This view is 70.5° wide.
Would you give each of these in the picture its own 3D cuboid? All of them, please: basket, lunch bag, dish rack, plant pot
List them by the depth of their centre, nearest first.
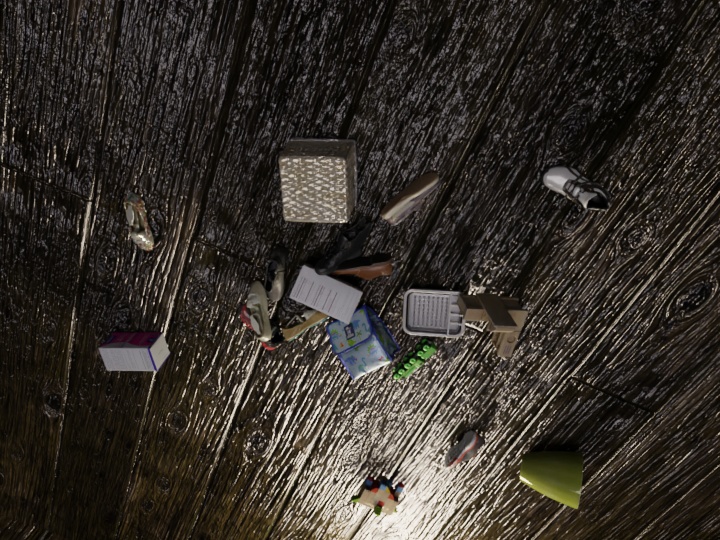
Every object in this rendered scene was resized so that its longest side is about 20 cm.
[{"bbox_3d":[-0.116,-0.249,1.407,0.198,0.161,0.200,4,119,8],"label":"basket"},{"bbox_3d":[0.236,0.128,1.625,0.198,0.044,0.173,3,119,6],"label":"dish rack"},{"bbox_3d":[0.003,0.230,1.673,0.169,0.127,0.201,-29,94,24],"label":"lunch bag"},{"bbox_3d":[0.678,0.726,1.824,0.198,0.187,0.189,7,120,21],"label":"plant pot"}]

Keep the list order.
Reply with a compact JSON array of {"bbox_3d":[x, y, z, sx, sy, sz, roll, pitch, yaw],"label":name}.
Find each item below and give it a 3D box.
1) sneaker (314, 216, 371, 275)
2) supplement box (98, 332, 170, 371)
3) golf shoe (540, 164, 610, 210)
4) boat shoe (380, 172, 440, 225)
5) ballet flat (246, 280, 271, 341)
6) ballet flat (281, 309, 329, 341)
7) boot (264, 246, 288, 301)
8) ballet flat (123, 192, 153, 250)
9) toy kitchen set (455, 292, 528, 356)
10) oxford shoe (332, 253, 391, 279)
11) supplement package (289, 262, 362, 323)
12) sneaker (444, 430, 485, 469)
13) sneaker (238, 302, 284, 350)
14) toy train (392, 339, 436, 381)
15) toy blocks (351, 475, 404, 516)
[{"bbox_3d":[-0.055,-0.071,1.512,0.199,0.060,0.105,-29,144,-19],"label":"sneaker"},{"bbox_3d":[-0.807,0.290,1.823,0.198,0.101,0.104,-2,118,9],"label":"supplement box"},{"bbox_3d":[0.581,-0.219,1.362,0.198,0.095,0.078,20,120,-1],"label":"golf shoe"},{"bbox_3d":[0.150,-0.200,1.449,0.199,0.072,0.065,-36,120,20],"label":"boat shoe"},{"bbox_3d":[-0.330,0.129,1.634,0.069,0.069,0.202,-19,77,17],"label":"ballet flat"},{"bbox_3d":[-0.186,0.169,1.695,0.199,0.069,0.063,-33,96,21],"label":"ballet flat"},{"bbox_3d":[-0.277,0.032,1.594,0.067,0.131,0.201,13,119,1],"label":"boot"},{"bbox_3d":[-0.704,-0.144,1.598,0.075,0.064,0.202,0,119,7],"label":"ballet flat"},{"bbox_3d":[0.394,0.189,1.539,0.198,0.164,0.182,4,120,-12],"label":"toy kitchen set"},{"bbox_3d":[0.000,0.000,1.576,0.198,0.072,0.072,-4,123,9],"label":"oxford shoe"},{"bbox_3d":[-0.107,0.068,1.583,0.199,0.114,0.110,25,93,-6],"label":"supplement package"},{"bbox_3d":[0.389,0.679,1.883,0.081,0.077,0.200,28,119,-15],"label":"sneaker"},{"bbox_3d":[-0.324,0.183,1.703,0.097,0.071,0.201,-11,122,45],"label":"sneaker"},{"bbox_3d":[0.183,0.309,1.733,0.056,0.042,0.200,29,118,-20],"label":"toy train"},{"bbox_3d":[0.082,0.887,2.035,0.199,0.100,0.138,23,107,-6],"label":"toy blocks"}]
